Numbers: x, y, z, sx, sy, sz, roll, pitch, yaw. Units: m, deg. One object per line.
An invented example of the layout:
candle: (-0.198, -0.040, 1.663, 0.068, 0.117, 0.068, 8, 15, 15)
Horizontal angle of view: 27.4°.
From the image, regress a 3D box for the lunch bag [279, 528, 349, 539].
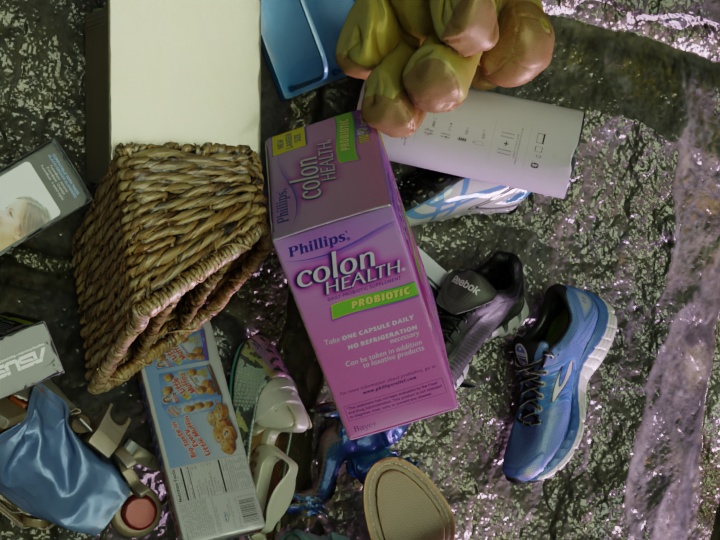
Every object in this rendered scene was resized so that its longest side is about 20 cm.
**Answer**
lunch bag: (-0.034, 0.312, 1.258, 0.077, 0.200, 0.161, 16, 92, -26)

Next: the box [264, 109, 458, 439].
box: (0.000, 0.000, 1.211, 0.097, 0.176, 0.200, -17, 120, 5)

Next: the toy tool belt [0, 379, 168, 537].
toy tool belt: (-0.238, 0.165, 1.218, 0.200, 0.123, 0.125, 39, 77, -17)

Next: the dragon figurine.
dragon figurine: (0.014, 0.162, 1.349, 0.200, 0.059, 0.100, -16, 98, -16)

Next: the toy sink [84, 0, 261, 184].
toy sink: (-0.162, -0.173, 1.253, 0.130, 0.112, 0.200, -3, 96, -21)

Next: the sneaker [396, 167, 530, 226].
sneaker: (0.106, -0.073, 1.382, 0.200, 0.072, 0.073, -22, 113, -15)

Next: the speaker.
speaker: (0.093, -0.123, 1.314, 0.200, 0.081, 0.081, 12, 86, 5)

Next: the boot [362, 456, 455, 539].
boot: (0.044, 0.234, 1.309, 0.077, 0.155, 0.200, -38, 107, -7)

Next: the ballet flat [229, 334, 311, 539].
ballet flat: (-0.081, 0.158, 1.299, 0.069, 0.071, 0.200, 15, 79, -46)

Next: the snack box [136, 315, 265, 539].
snack box: (-0.142, 0.134, 1.266, 0.072, 0.024, 0.200, -10, 70, -20)

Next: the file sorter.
file sorter: (0.012, -0.255, 1.314, 0.200, 0.123, 0.139, -24, 99, -20)

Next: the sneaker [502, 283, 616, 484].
sneaker: (0.169, 0.104, 1.395, 0.089, 0.078, 0.200, 30, 71, -34)

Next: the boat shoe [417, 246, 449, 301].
boat shoe: (-0.009, -0.018, 1.339, 0.200, 0.072, 0.068, 37, 76, -25)

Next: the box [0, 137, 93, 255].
box: (-0.322, -0.026, 1.190, 0.200, 0.117, 0.060, -33, 99, -17)

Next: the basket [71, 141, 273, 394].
basket: (-0.143, 0.004, 1.196, 0.142, 0.200, 0.149, 0, 65, -24)

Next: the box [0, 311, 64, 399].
box: (-0.326, 0.083, 1.142, 0.160, 0.200, 0.044, -22, 99, -20)

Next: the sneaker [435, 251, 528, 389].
sneaker: (0.086, 0.045, 1.336, 0.200, 0.066, 0.091, -38, 143, -37)

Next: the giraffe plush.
giraffe plush: (0.089, -0.203, 1.219, 0.162, 0.172, 0.200, 13, 59, -37)
